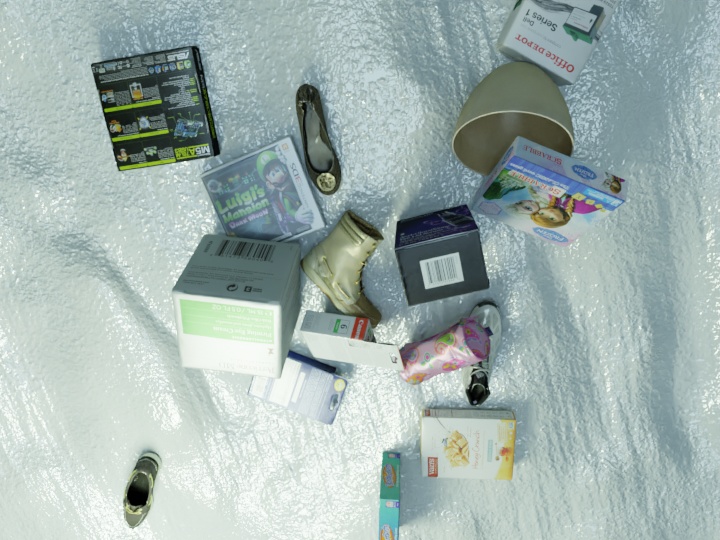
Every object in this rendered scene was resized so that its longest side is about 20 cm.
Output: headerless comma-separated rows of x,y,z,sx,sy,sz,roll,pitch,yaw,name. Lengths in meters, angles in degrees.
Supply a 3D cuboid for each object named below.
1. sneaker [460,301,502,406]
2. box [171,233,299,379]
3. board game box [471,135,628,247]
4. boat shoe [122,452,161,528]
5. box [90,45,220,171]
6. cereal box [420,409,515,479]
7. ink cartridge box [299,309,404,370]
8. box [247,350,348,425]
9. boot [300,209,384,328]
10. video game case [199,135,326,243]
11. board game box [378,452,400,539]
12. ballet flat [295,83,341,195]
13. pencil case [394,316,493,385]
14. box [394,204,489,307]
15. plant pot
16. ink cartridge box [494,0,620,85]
0.243,0.172,1.133,0.073,0.116,0.206,6,108,2,sneaker
-0.221,0.062,1.079,0.193,0.202,0.175,6,123,2,box
0.315,-0.127,0.999,0.195,0.200,0.042,21,69,-1,board game box
-0.514,0.518,1.335,0.070,0.061,0.206,19,108,-2,boat shoe
-0.375,-0.296,1.071,0.194,0.048,0.199,-8,109,6,box
0.225,0.369,1.230,0.194,0.040,0.148,-1,108,5,cereal box
-0.010,0.136,1.128,0.194,0.051,0.110,6,147,17,ink cartridge box
-0.131,0.241,1.229,0.195,0.032,0.124,21,109,-1,box
0.000,0.000,1.120,0.200,0.073,0.156,44,109,-4,boot
-0.187,-0.135,1.118,0.195,0.023,0.186,-19,105,11,video game case
0.062,0.523,1.242,0.044,0.153,0.206,2,108,4,board game box
-0.080,-0.236,1.064,0.065,0.046,0.206,-9,107,8,ballet flat
0.157,0.156,1.115,0.088,0.088,0.198,49,132,-11,pencil case
0.140,-0.032,1.031,0.144,0.201,0.107,-13,107,8,box
0.257,-0.262,0.971,0.194,0.201,0.138,10,70,1,plant pot
0.332,-0.429,0.948,0.143,0.085,0.204,25,107,-4,ink cartridge box
